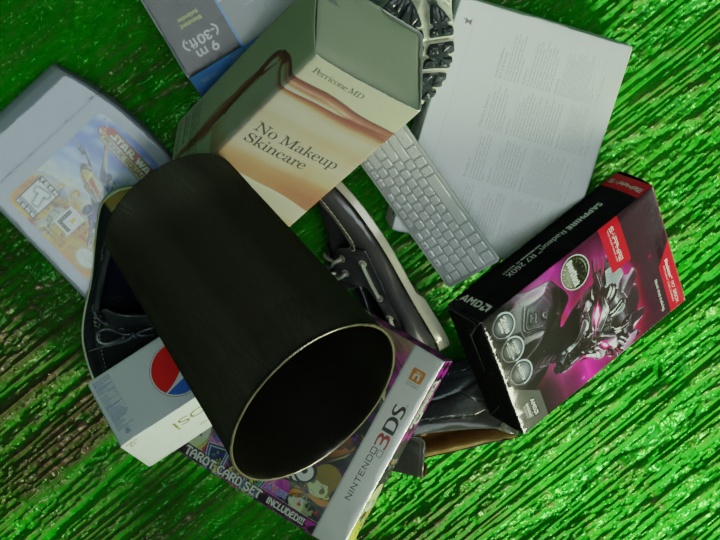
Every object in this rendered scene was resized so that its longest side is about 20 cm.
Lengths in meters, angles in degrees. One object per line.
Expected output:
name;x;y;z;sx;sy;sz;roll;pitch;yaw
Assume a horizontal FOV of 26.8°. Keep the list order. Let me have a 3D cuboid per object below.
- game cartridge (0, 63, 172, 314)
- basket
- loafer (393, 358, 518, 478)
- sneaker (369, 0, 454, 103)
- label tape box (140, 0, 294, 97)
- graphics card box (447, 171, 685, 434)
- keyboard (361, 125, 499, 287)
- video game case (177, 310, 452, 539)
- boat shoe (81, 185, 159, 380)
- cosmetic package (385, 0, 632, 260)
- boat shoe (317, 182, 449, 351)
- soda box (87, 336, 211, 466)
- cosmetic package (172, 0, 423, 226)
game cartridge;-0.215;-0.064;1.232;0.133;0.042;0.200;-41;104;7
basket;-0.086;0.024;1.082;0.136;0.181;0.200;-29;61;-19
loafer;0.038;0.142;1.277;0.200;0.073;0.072;-25;64;0
sneaker;0.043;-0.219;1.208;0.077;0.086;0.200;13;115;-7
label tape box;-0.094;-0.221;1.198;0.143;0.066;0.200;-31;102;0
graphics card box;0.173;0.025;1.243;0.200;0.051;0.126;-35;125;-19
keyboard;0.035;-0.078;1.211;0.056;0.011;0.200;-29;101;41
video game case;-0.053;0.103;1.245;0.200;0.036;0.182;30;96;14
boat shoe;-0.183;0.033;1.207;0.074;0.062;0.201;-3;116;-18
cosmetic package;0.121;-0.113;1.255;0.150;0.052;0.201;15;100;-12
boat shoe;0.000;0.000;1.254;0.063;0.073;0.200;-35;109;-2
soda box;-0.108;0.068;1.186;0.200;0.068;0.064;-32;65;-1
cosmetic package;-0.051;-0.117;1.153;0.103;0.087;0.200;25;136;-26
